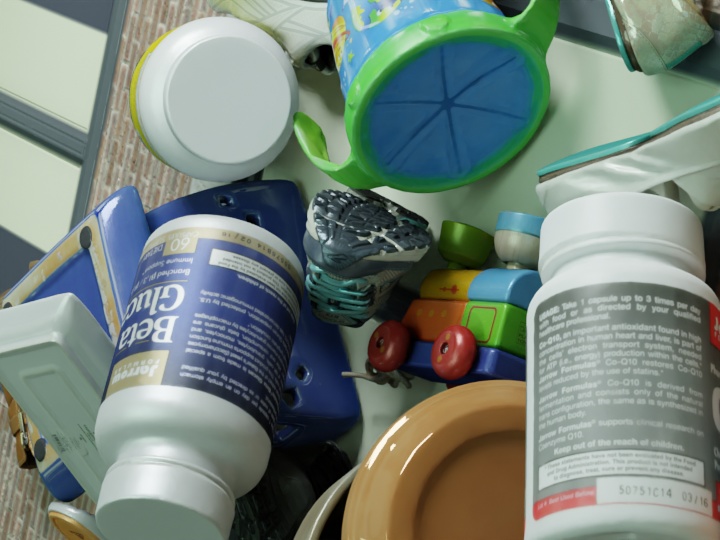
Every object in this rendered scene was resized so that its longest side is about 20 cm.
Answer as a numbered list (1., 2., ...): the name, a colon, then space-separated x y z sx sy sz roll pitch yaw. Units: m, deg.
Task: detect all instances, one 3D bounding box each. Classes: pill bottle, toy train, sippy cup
1. pill bottle: -0.103 -0.121 1.320 0.200 0.111 0.114 -153 70 -78
2. pill bottle: -0.103 0.075 1.169 0.111 0.111 0.202 -31 38 43
3. toy train: 0.054 0.020 1.228 0.199 0.084 0.117 3 74 56
4. pill bottle: 0.149 0.066 1.050 0.113 0.113 0.202 -25 52 45
5. sippy cup: 0.039 -0.143 1.215 0.140 0.176 0.131 85 166 -47

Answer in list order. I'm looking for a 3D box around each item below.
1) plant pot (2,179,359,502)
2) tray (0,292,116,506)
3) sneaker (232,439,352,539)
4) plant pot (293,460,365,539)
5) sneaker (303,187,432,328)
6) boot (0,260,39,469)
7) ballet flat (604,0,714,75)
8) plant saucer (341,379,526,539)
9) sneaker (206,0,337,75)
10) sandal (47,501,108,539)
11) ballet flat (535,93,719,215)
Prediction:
1. plant pot: -0.142 0.059 1.363 0.200 0.179 0.202 -36 62 40
2. tray: -0.178 0.104 1.249 0.107 0.022 0.201 -12 123 35
3. sneaker: -0.045 0.144 1.267 0.200 0.090 0.077 154 99 -80
4. plant pot: 0.022 0.227 1.179 0.173 0.198 0.202 -41 57 58
5. sneaker: 0.000 0.000 1.211 0.077 0.200 0.087 25 98 7
6. boot: -0.250 0.076 1.559 0.199 0.076 0.157 -25 68 48
7. ballet flat: 0.161 -0.211 1.136 0.062 0.067 0.202 -24 71 16
8. plant saucer: 0.089 0.159 1.087 0.037 0.198 0.202 115 145 -70
9. sneaker: -0.047 -0.184 1.354 0.199 0.075 0.082 13 106 49
10. sandal: -0.173 0.247 1.383 0.079 0.207 0.059 7 56 49
11. ballet flat: 0.184 -0.059 1.095 0.199 0.069 0.070 -23 71 50
